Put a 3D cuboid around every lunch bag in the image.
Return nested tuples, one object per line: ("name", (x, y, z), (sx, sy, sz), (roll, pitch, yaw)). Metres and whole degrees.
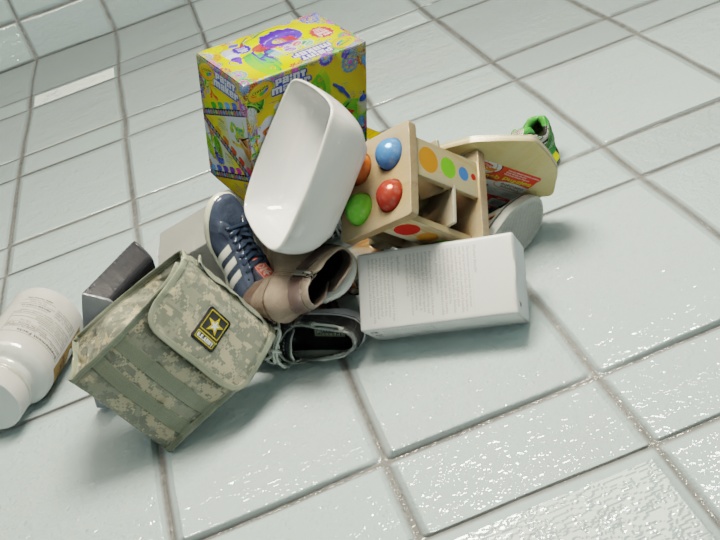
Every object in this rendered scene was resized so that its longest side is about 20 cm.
("lunch bag", (-0.221, 0.091, 1.245), (0.200, 0.164, 0.118), (-42, 28, 9))

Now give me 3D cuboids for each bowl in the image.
("bowl", (-0.065, -0.123, 1.286), (0.074, 0.201, 0.200), (18, 14, -26))

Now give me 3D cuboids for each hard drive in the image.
("hard drive", (-0.308, 0.077, 1.358), (0.042, 0.201, 0.135), (17, 40, 15))

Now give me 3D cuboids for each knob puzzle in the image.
("knob puzzle", (0.175, -0.140, 1.384), (0.219, 0.220, 0.031), (-6, 64, 23))

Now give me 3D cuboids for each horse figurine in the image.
("horse figurine", (0.000, 0.000, 1.441), (0.132, 0.050, 0.200), (10, 42, 44))

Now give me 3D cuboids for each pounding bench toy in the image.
("pounding bench toy", (0.037, -0.084, 1.322), (0.200, 0.156, 0.125), (-22, 61, 45))

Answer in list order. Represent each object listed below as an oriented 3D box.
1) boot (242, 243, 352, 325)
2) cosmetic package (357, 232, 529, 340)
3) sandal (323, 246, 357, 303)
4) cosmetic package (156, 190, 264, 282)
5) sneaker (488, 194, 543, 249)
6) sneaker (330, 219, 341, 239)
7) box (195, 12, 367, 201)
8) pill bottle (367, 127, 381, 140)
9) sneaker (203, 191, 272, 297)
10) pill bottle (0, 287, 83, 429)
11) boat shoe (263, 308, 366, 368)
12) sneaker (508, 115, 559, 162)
("boot", (-0.066, -0.013, 1.313), (0.146, 0.070, 0.200), (-9, 45, 46))
("cosmetic package", (0.102, 0.022, 1.278), (0.199, 0.071, 0.102), (-7, 74, 19))
("sandal", (-0.048, 0.015, 1.371), (0.202, 0.050, 0.083), (-6, 58, 61))
("cosmetic package", (-0.194, -0.047, 1.505), (0.200, 0.090, 0.107), (-30, 34, 16))
("sneaker", (0.164, -0.043, 1.389), (0.079, 0.079, 0.200), (20, 48, 40))
("sneaker", (-0.055, -0.082, 1.591), (0.085, 0.077, 0.200), (3, 36, 27))
("box", (-0.103, -0.224, 1.435), (0.200, 0.193, 0.122), (-26, 45, -28))
("pill bottle", (0.018, -0.160, 1.582), (0.199, 0.105, 0.104), (25, 46, 20))
("sneaker", (-0.148, -0.010, 1.391), (0.075, 0.201, 0.084), (-27, 19, -38))
("pill bottle", (-0.476, 0.123, 1.450), (0.114, 0.115, 0.200), (-10, 31, 16))
("boat shoe", (-0.093, 0.091, 1.321), (0.198, 0.074, 0.068), (1, 19, 15))
("sneaker", (0.229, -0.164, 1.548), (0.078, 0.085, 0.200), (5, 38, 36))
